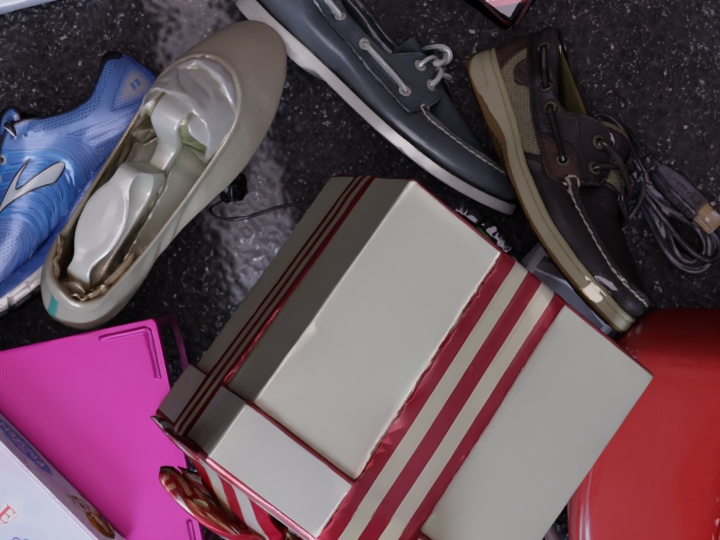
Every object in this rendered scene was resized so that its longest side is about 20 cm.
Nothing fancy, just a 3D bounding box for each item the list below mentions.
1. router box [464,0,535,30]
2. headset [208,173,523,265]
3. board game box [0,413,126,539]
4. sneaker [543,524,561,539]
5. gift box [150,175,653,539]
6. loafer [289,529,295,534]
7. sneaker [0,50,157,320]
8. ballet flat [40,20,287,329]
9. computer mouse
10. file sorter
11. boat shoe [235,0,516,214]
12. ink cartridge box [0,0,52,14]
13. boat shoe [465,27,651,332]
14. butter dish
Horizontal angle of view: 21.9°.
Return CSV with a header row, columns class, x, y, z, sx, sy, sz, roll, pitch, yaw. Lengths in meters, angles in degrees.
class,x,y,z,sx,sy,sz,roll,pitch,yaw
router box,0.051,-0.255,1.053,0.199,0.062,0.151,36,92,0
headset,0.000,0.000,1.052,0.199,0.094,0.124,32,86,0
board game box,-0.258,0.146,0.967,0.200,0.041,0.200,-45,90,4
sneaker,0.102,0.185,1.024,0.073,0.080,0.202,-29,66,14
gift box,0.007,0.070,0.910,0.184,0.200,0.188,37,85,-9
loafer,-0.038,0.145,1.075,0.063,0.072,0.200,44,96,7
sneaker,-0.186,-0.044,1.066,0.089,0.079,0.200,45,85,-4
ballet flat,-0.106,-0.057,0.999,0.069,0.069,0.201,32,82,0
computer mouse,0.116,0.017,1.075,0.109,0.044,0.200,40,91,3
file sorter,-0.188,0.111,1.047,0.198,0.125,0.141,-12,92,3
boat shoe,0.021,-0.111,1.057,0.200,0.073,0.062,40,97,5
ink cartridge box,-0.266,-0.238,1.075,0.198,0.043,0.199,-12,94,5
boat shoe,0.116,-0.058,1.011,0.065,0.073,0.201,-33,54,15
butter dish,0.163,0.097,1.009,0.146,0.199,0.202,13,103,17
